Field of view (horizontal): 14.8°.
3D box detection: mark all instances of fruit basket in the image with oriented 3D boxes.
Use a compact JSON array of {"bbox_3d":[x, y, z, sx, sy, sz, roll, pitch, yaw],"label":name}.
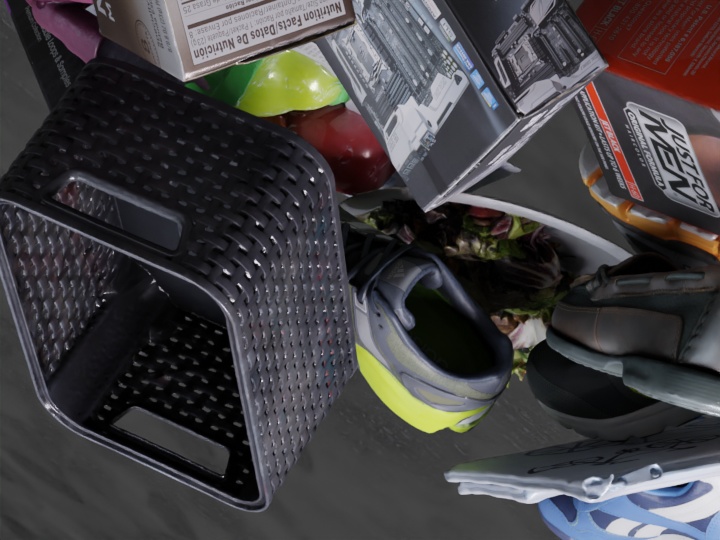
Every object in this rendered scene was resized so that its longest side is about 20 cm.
[{"bbox_3d":[-0.029,-0.093,1.433,0.199,0.094,0.185,25,165,-13],"label":"fruit basket"}]

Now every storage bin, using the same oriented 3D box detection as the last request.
[{"bbox_3d":[-0.085,0.009,1.310,0.135,0.094,0.200,23,151,19],"label":"storage bin"}]

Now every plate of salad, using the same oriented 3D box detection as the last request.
[{"bbox_3d":[0.075,0.013,1.449,0.199,0.048,0.200,17,160,6],"label":"plate of salad"}]

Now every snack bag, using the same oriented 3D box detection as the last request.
[{"bbox_3d":[0.160,0.092,1.363,0.200,0.188,0.021,172,89,-72],"label":"snack bag"}]

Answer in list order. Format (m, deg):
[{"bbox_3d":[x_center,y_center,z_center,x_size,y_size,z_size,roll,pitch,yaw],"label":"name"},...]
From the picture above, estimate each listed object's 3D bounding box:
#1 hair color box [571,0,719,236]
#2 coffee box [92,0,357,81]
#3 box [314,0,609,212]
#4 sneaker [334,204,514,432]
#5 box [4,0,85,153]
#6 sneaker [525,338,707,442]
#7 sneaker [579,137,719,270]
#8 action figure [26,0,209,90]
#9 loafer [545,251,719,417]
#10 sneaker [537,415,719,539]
[{"bbox_3d":[0.181,-0.052,1.133,0.200,0.061,0.102,23,155,38],"label":"hair color box"},{"bbox_3d":[-0.078,-0.189,1.104,0.114,0.079,0.201,-144,37,-63],"label":"coffee box"},{"bbox_3d":[0.011,-0.136,1.174,0.200,0.050,0.158,58,162,3],"label":"box"},{"bbox_3d":[0.000,0.000,1.377,0.200,0.074,0.081,36,156,-8],"label":"sneaker"},{"bbox_3d":[-0.127,-0.081,1.531,0.143,0.036,0.200,45,-171,-39],"label":"box"},{"bbox_3d":[0.157,0.027,1.355,0.200,0.075,0.085,-8,123,42],"label":"sneaker"},{"bbox_3d":[0.186,-0.004,1.230,0.200,0.078,0.077,38,166,34],"label":"sneaker"},{"bbox_3d":[-0.136,-0.145,1.276,0.148,0.135,0.200,-1,170,-12],"label":"action figure"},{"bbox_3d":[0.135,0.021,1.202,0.072,0.063,0.200,14,-177,-13],"label":"loafer"},{"bbox_3d":[0.165,0.115,1.560,0.200,0.074,0.082,-3,135,53],"label":"sneaker"}]
